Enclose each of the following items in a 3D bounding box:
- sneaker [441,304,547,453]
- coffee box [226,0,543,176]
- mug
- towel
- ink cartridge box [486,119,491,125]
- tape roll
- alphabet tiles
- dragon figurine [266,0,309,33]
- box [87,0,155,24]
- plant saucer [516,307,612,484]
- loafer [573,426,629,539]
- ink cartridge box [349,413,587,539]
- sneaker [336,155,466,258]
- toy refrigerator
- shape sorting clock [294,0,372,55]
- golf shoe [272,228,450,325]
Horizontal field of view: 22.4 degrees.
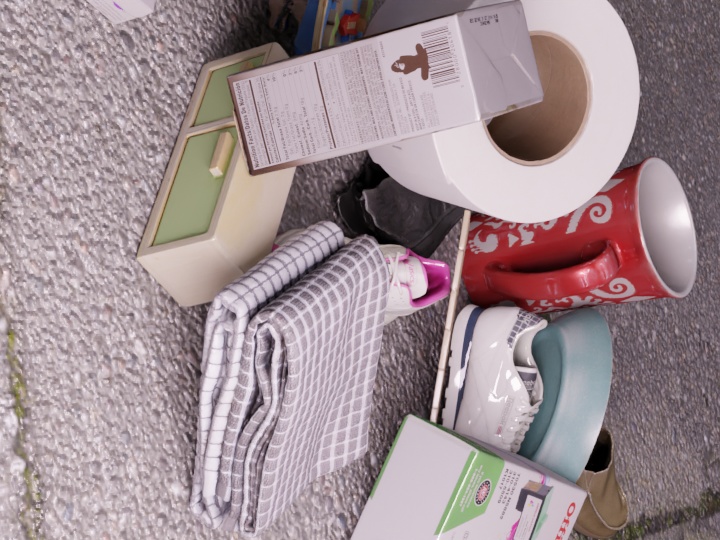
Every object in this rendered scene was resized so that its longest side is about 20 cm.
[{"bbox_3d":[0.122,0.133,1.651,0.076,0.080,0.201,-7,102,-66],"label":"sneaker"},{"bbox_3d":[0.018,-0.134,1.339,0.114,0.199,0.080,-21,99,-58],"label":"coffee box"},{"bbox_3d":[0.193,-0.026,1.729,0.177,0.199,0.134,12,70,-55],"label":"mug"},{"bbox_3d":[-0.050,0.083,1.335,0.166,0.085,0.201,-42,146,-55],"label":"towel"},{"bbox_3d":[0.136,-0.172,1.710,0.200,0.145,0.088,26,24,-55],"label":"ink cartridge box"},{"bbox_3d":[0.111,-0.149,1.509,0.202,0.139,0.204,-6,104,-26],"label":"tape roll"},{"bbox_3d":[0.077,0.052,1.586,0.167,0.007,0.201,40,59,-86],"label":"alphabet tiles"},{"bbox_3d":[-0.084,-0.286,1.505,0.099,0.059,0.201,-25,105,-60],"label":"dragon figurine"},{"bbox_3d":[-0.170,-0.282,1.388,0.041,0.039,0.201,40,47,-46],"label":"box"},{"bbox_3d":[0.171,0.126,1.689,0.036,0.200,0.201,18,58,-15],"label":"plant saucer"},{"bbox_3d":[0.227,0.200,1.830,0.200,0.067,0.076,51,40,-36],"label":"loafer"},{"bbox_3d":[0.090,0.219,1.537,0.200,0.084,0.146,25,88,-52],"label":"ink cartridge box"},{"bbox_3d":[0.045,-0.076,1.641,0.200,0.060,0.105,-54,129,-47],"label":"sneaker"},{"bbox_3d":[-0.101,-0.077,1.392,0.070,0.076,0.201,49,42,-38],"label":"toy refrigerator"},{"bbox_3d":[-0.013,-0.209,1.527,0.200,0.039,0.201,16,90,-81],"label":"shape sorting clock"},{"bbox_3d":[0.000,0.000,1.515,0.200,0.091,0.076,9,74,-55],"label":"golf shoe"}]
